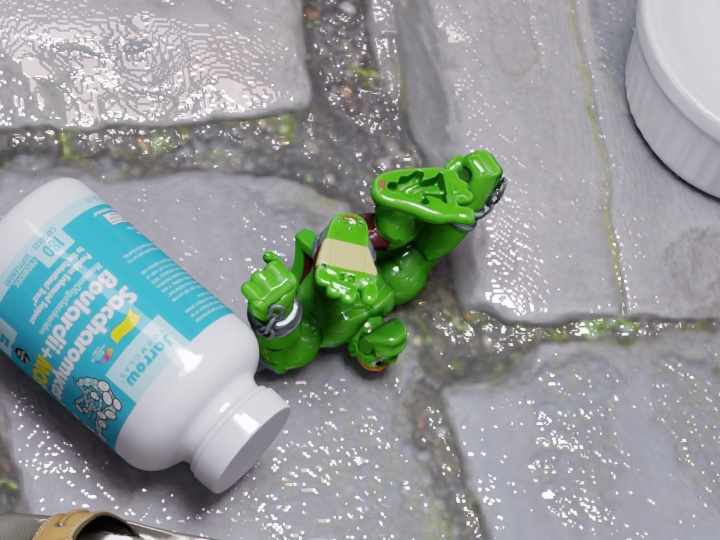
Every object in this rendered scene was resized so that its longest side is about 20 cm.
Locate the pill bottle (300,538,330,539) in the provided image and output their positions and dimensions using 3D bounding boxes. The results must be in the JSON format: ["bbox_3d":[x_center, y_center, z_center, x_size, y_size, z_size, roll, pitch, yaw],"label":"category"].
[{"bbox_3d":[-0.092,0.218,1.645,0.200,0.111,0.112,-7,59,-37],"label":"pill bottle"}]

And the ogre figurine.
[{"bbox_3d":[0.000,0.000,1.836,0.098,0.120,0.200,33,54,5],"label":"ogre figurine"}]

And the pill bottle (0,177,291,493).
[{"bbox_3d":[-0.138,0.044,1.771,0.200,0.111,0.111,40,55,11],"label":"pill bottle"}]

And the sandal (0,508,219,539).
[{"bbox_3d":[-0.154,0.175,1.714,0.199,0.055,0.082,6,56,-13],"label":"sandal"}]

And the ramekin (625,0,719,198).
[{"bbox_3d":[0.275,-0.134,2.024,0.202,0.094,0.203,8,55,-11],"label":"ramekin"}]
